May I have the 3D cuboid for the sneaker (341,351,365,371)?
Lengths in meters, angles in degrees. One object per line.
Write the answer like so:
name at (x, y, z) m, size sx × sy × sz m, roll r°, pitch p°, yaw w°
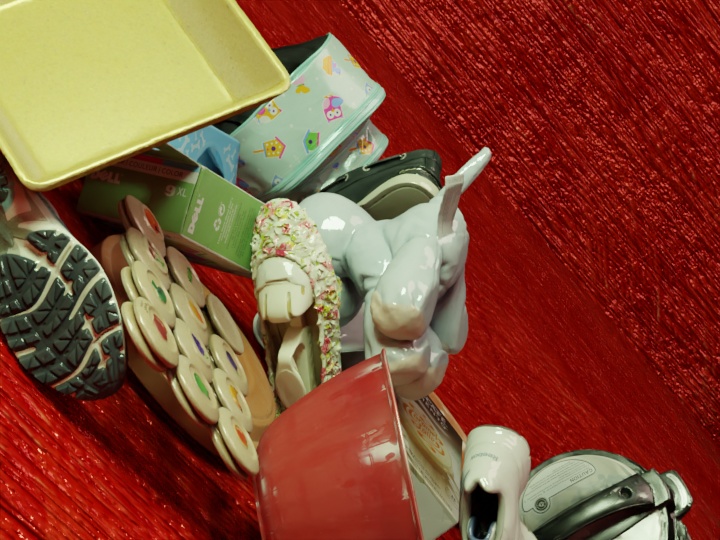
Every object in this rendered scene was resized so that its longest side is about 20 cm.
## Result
sneaker at (-0.018, 0.039, 1.713) m, size 0.074 × 0.088 × 0.201 m, roll 39°, pitch 16°, yaw -42°

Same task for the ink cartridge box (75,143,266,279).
ink cartridge box at (-0.151, -0.051, 1.412) m, size 0.103 × 0.060 × 0.200 m, roll 14°, pitch -8°, yaw 26°

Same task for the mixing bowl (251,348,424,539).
mixing bowl at (-0.013, 0.164, 1.233) m, size 0.200 × 0.107 × 0.203 m, roll -12°, pitch 90°, yaw -89°

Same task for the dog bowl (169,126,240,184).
dog bowl at (-0.167, -0.109, 1.516) m, size 0.110 × 0.050 × 0.200 m, roll 18°, pitch -3°, yaw 19°

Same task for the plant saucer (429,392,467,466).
plant saucer at (0.063, 0.165, 1.787) m, size 0.201 × 0.032 × 0.201 m, roll 50°, pitch 12°, yaw -15°

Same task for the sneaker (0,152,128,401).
sneaker at (-0.203, -0.005, 1.161) m, size 0.201 × 0.077 × 0.086 m, roll 55°, pitch 9°, yaw 13°

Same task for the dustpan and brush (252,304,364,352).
dustpan and brush at (-0.051, 0.033, 1.628) m, size 0.138 × 0.058 × 0.200 m, roll -2°, pitch 37°, yaw -30°

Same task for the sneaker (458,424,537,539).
sneaker at (0.114, 0.238, 1.580) m, size 0.087 × 0.074 × 0.202 m, roll -54°, pitch 137°, yaw -56°

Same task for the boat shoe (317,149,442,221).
boat shoe at (0.000, -0.059, 1.619) m, size 0.074 × 0.199 × 0.067 m, roll 37°, pitch 49°, yaw -22°

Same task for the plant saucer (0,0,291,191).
plant saucer at (-0.178, -0.146, 1.204) m, size 0.201 × 0.199 × 0.049 m, roll 54°, pitch -27°, yaw 24°

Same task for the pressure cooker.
pressure cooker at (0.226, 0.265, 1.702) m, size 0.177 × 0.177 × 0.200 m, roll 14°, pitch -19°, yaw 26°

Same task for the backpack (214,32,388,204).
backpack at (-0.064, -0.132, 1.707) m, size 0.154 × 0.176 × 0.200 m, roll 48°, pitch -17°, yaw -5°

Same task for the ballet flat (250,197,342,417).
ballet flat at (-0.050, 0.045, 1.428) m, size 0.064 × 0.075 × 0.202 m, roll -48°, pitch 131°, yaw -62°

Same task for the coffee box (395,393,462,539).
coffee box at (0.023, 0.156, 1.534) m, size 0.115 × 0.079 × 0.200 m, roll 52°, pitch 12°, yaw -9°

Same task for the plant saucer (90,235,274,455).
plant saucer at (-0.127, 0.054, 1.346) m, size 0.201 × 0.032 × 0.201 m, roll 50°, pitch 12°, yaw -14°

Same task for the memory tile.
memory tile at (-0.116, 0.042, 1.217) m, size 0.154 × 0.017 × 0.201 m, roll 57°, pitch 8°, yaw -28°

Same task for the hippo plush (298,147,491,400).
hippo plush at (0.000, 0.000, 1.486) m, size 0.159 × 0.202 × 0.159 m, roll 13°, pitch 24°, yaw 19°
